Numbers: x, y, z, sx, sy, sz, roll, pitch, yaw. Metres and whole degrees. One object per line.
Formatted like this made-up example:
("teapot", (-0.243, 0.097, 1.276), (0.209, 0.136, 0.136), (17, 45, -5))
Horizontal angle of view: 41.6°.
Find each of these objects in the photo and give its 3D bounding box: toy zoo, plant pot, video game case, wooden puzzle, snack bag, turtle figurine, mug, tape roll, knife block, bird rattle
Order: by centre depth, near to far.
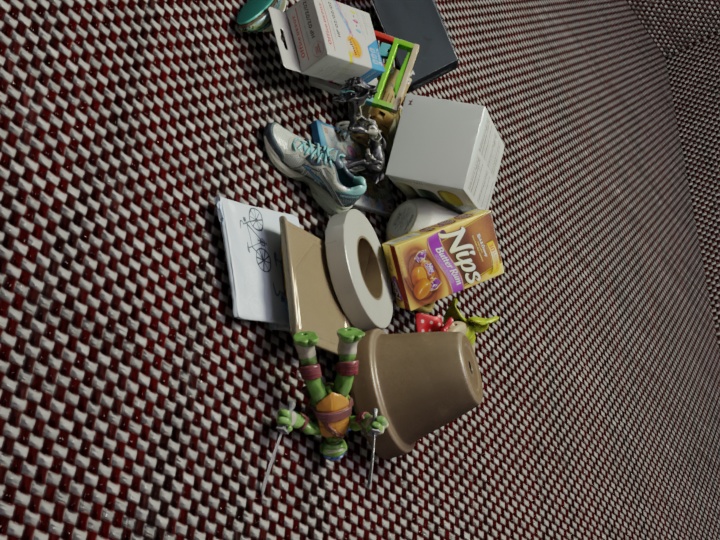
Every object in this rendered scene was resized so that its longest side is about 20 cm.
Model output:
("turtle figurine", (-0.039, 0.189, 1.307), (0.199, 0.141, 0.198), (-28, 117, -63))
("snack bag", (-0.139, -0.003, 1.406), (0.199, 0.021, 0.192), (12, 64, -56))
("wooden puzzle", (-0.071, 0.033, 1.445), (0.200, 0.037, 0.188), (35, 43, -59))
("plant pot", (0.093, 0.175, 1.468), (0.200, 0.172, 0.204), (-16, 90, -74))
("tape roll", (0.000, 0.000, 1.553), (0.202, 0.036, 0.207), (-15, 91, -72))
("toy zoo", (-0.008, -0.370, 1.686), (0.020, 0.197, 0.133), (90, 20, -77))
("bird rattle", (0.168, 0.143, 1.696), (0.199, 0.111, 0.166), (-32, 125, -57))
("video game case", (-0.010, -0.179, 1.702), (0.198, 0.018, 0.146), (11, 64, -53))
("mug", (0.128, -0.041, 1.721), (0.152, 0.149, 0.189), (31, 41, -32))
("knife block", (0.008, -0.340, 1.782), (0.063, 0.175, 0.203), (23, 91, -38))

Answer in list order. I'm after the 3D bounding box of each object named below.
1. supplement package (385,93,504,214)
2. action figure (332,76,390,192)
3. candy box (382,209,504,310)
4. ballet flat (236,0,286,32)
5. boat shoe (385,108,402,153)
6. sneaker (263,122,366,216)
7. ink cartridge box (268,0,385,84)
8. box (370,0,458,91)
("supplement package", (0.156, -0.201, 1.708), (0.200, 0.149, 0.154), (34, 71, -68))
("action figure", (-0.004, -0.226, 1.638), (0.120, 0.100, 0.203), (-79, 162, -51))
("candy box", (0.145, -0.021, 1.643), (0.197, 0.056, 0.119), (-21, 104, -22))
("ballet flat", (-0.154, -0.446, 1.605), (0.074, 0.073, 0.202), (46, 42, -30))
("boat shoe", (0.097, -0.221, 1.829), (0.202, 0.062, 0.074), (59, 31, -31))
("sneaker", (-0.070, -0.180, 1.542), (0.199, 0.086, 0.078), (39, 44, -24))
("ink cartridge box", (-0.054, -0.384, 1.579), (0.198, 0.067, 0.117), (0, 70, -52))
("box", (0.108, -0.477, 1.893), (0.200, 0.116, 0.200), (-54, 120, -81))
